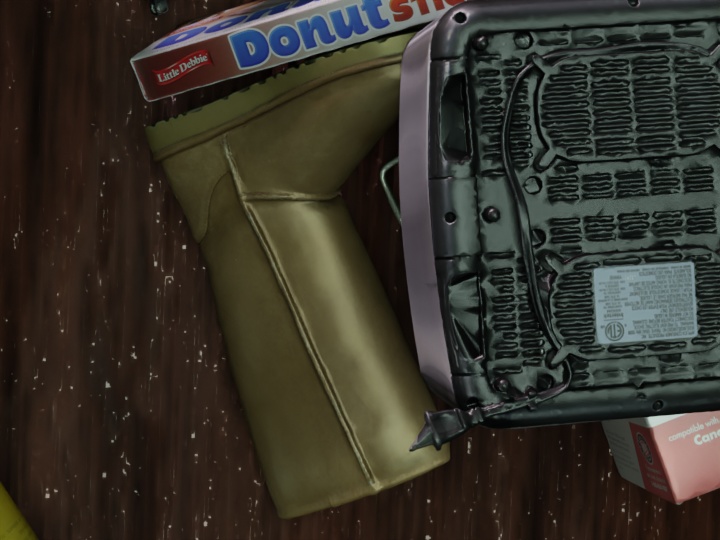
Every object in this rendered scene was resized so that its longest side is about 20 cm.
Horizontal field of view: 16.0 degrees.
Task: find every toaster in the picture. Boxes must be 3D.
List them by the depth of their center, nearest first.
[{"bbox_3d":[0.103,-0.025,1.094,0.199,0.119,0.182,-5,91,-8],"label":"toaster"}]

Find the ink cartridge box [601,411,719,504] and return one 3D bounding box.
[{"bbox_3d":[0.133,0.001,1.217,0.067,0.116,0.201,-20,95,-6],"label":"ink cartridge box"}]

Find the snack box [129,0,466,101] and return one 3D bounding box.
[{"bbox_3d":[-0.004,-0.121,1.174,0.199,0.072,0.024,-14,106,23],"label":"snack box"}]

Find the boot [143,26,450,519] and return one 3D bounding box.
[{"bbox_3d":[0.000,0.000,1.205,0.174,0.066,0.201,-19,93,33],"label":"boot"}]

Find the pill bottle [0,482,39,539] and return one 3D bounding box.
[{"bbox_3d":[-0.184,0.175,1.188,0.112,0.112,0.201,-33,96,-5],"label":"pill bottle"}]

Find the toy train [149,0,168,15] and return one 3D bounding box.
[{"bbox_3d":[-0.105,-0.223,1.223,0.046,0.034,0.201,-11,93,-19],"label":"toy train"}]

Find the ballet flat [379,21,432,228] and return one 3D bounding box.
[{"bbox_3d":[0.037,-0.070,1.232,0.070,0.071,0.201,-14,94,-6],"label":"ballet flat"}]
